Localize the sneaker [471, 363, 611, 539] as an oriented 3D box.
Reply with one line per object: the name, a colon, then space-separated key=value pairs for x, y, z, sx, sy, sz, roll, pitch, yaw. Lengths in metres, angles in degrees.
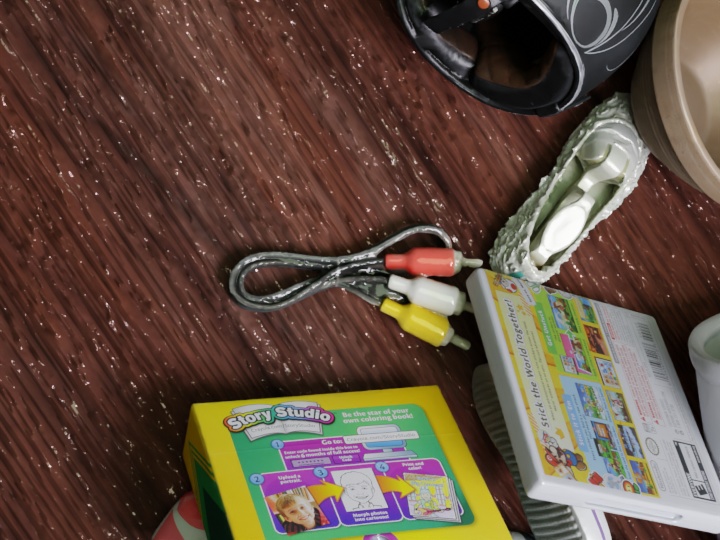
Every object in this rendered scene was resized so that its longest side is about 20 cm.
sneaker: x=0.171 y=0.138 z=1.073 sx=0.113 sy=0.073 sz=0.201 roll=-4 pitch=45 yaw=-19

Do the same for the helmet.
helmet: x=0.138 y=-0.239 z=1.084 sx=0.199 sy=0.200 sz=0.191 roll=35 pitch=64 yaw=-7

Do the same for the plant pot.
plant pot: x=0.284 y=-0.139 z=1.138 sx=0.200 sy=0.092 sz=0.203 roll=8 pitch=76 yaw=-37

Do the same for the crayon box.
crayon box: x=-0.012 y=0.165 z=1.016 sx=0.198 sy=0.173 sz=0.059 roll=-2 pitch=128 yaw=-21

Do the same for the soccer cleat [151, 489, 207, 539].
soccer cleat: x=-0.071 y=0.247 z=1.061 sx=0.076 sy=0.067 sz=0.200 roll=-39 pitch=92 yaw=-3

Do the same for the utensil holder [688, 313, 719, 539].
utensil holder: x=0.347 y=0.139 z=1.087 sx=0.169 sy=0.170 sz=0.202 roll=-13 pitch=106 yaw=-13

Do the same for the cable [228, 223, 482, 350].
cable: x=0.000 y=0.000 z=1.101 sx=0.198 sy=0.050 sz=0.098 roll=10 pitch=82 yaw=-13

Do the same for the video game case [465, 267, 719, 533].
video game case: x=0.177 y=0.096 z=1.063 sx=0.181 sy=0.023 sz=0.201 roll=15 pitch=42 yaw=-28

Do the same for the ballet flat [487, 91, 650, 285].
ballet flat: x=0.182 y=-0.063 z=1.140 sx=0.072 sy=0.072 sz=0.200 roll=39 pitch=78 yaw=-7

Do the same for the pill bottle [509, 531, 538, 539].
pill bottle: x=0.139 y=0.262 z=1.074 sx=0.198 sy=0.120 sz=0.121 roll=10 pitch=83 yaw=-11
